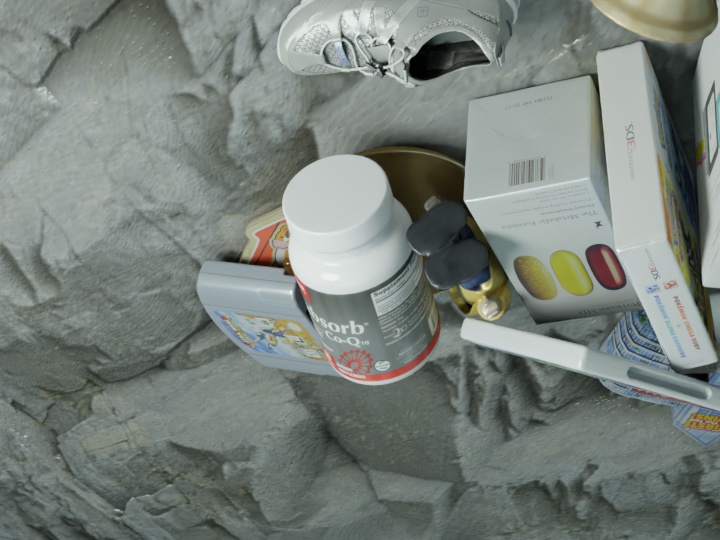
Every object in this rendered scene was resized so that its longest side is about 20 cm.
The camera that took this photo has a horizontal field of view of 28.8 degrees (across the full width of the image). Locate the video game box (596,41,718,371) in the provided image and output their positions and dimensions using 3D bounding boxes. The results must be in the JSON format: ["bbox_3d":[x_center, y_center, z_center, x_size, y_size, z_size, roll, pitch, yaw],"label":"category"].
[{"bbox_3d":[0.241,-0.051,1.136,0.046,0.202,0.182,-14,142,21],"label":"video game box"}]

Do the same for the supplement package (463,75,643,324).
[{"bbox_3d":[0.176,-0.055,1.220,0.112,0.111,0.200,-10,143,23],"label":"supplement package"}]

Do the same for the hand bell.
[{"bbox_3d":[0.230,-0.267,0.944,0.103,0.105,0.201,11,133,-6],"label":"hand bell"}]

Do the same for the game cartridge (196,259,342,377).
[{"bbox_3d":[-0.088,0.055,1.467,0.132,0.042,0.200,2,152,24],"label":"game cartridge"}]

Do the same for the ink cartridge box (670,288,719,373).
[{"bbox_3d":[0.375,0.021,1.253,0.197,0.147,0.084,-3,116,13],"label":"ink cartridge box"}]

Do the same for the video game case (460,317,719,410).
[{"bbox_3d":[0.209,0.084,1.223,0.180,0.024,0.200,17,178,-25],"label":"video game case"}]

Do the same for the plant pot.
[{"bbox_3d":[0.031,-0.046,1.308,0.197,0.028,0.201,-2,138,-2],"label":"plant pot"}]

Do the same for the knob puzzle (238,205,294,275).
[{"bbox_3d":[-0.022,-0.009,1.397,0.216,0.031,0.221,5,146,3],"label":"knob puzzle"}]

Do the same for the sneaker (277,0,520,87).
[{"bbox_3d":[0.024,-0.180,1.085,0.198,0.083,0.075,-9,144,21],"label":"sneaker"}]

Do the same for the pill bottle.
[{"bbox_3d":[0.000,0.000,1.251,0.114,0.117,0.201,-4,138,15],"label":"pill bottle"}]

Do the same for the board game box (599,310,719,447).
[{"bbox_3d":[0.356,0.110,1.481,0.197,0.062,0.201,11,145,-7],"label":"board game box"}]

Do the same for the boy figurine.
[{"bbox_3d":[0.093,-0.008,1.256,0.064,0.125,0.200,-30,165,5],"label":"boy figurine"}]

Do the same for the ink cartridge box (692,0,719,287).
[{"bbox_3d":[0.335,-0.104,1.039,0.145,0.202,0.147,5,148,2],"label":"ink cartridge box"}]
